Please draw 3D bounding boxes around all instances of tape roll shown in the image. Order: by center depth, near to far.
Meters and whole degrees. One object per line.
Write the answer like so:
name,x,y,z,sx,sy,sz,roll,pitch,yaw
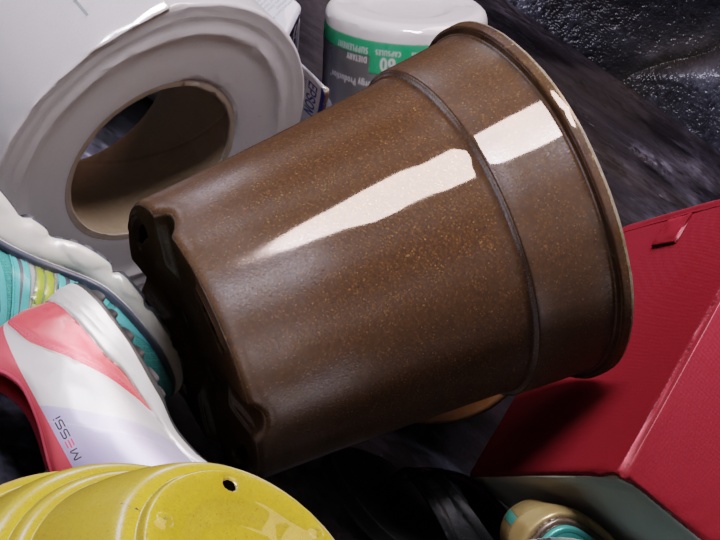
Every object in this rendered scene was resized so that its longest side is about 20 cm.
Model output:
tape roll,-0.130,-0.079,0.933,0.202,0.203,0.071,10,32,-53

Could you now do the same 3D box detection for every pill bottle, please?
pill bottle,0.027,-0.089,1.210,0.113,0.200,0.113,2,24,-1

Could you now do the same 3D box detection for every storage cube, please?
storage cube,0.200,0.085,0.951,0.171,0.180,0.200,38,-18,-14

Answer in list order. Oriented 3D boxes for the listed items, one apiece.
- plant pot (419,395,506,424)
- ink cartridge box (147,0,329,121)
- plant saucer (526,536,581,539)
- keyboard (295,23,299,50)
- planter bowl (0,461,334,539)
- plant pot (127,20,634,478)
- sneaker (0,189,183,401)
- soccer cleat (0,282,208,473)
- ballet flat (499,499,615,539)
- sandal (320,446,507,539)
plant pot,0.049,0.002,1.101,0.200,0.200,0.140,34,34,-6
ink cartridge box,-0.095,-0.149,1.242,0.200,0.041,0.200,40,-24,11
plant saucer,0.144,0.205,0.837,0.201,0.201,0.039,35,62,-2
keyboard,-0.069,-0.138,1.276,0.056,0.011,0.200,44,-24,19
planter bowl,-0.059,0.133,0.641,0.200,0.083,0.201,26,36,-21
plant pot,0.000,0.000,0.884,0.198,0.200,0.200,-23,47,-17
sneaker,-0.175,0.020,0.842,0.200,0.077,0.080,36,53,-27
soccer cleat,-0.100,0.102,0.778,0.200,0.073,0.068,54,-23,10
ballet flat,0.151,0.188,0.930,0.200,0.069,0.063,46,-5,-17
sandal,0.068,0.151,0.958,0.200,0.048,0.075,36,19,-1
